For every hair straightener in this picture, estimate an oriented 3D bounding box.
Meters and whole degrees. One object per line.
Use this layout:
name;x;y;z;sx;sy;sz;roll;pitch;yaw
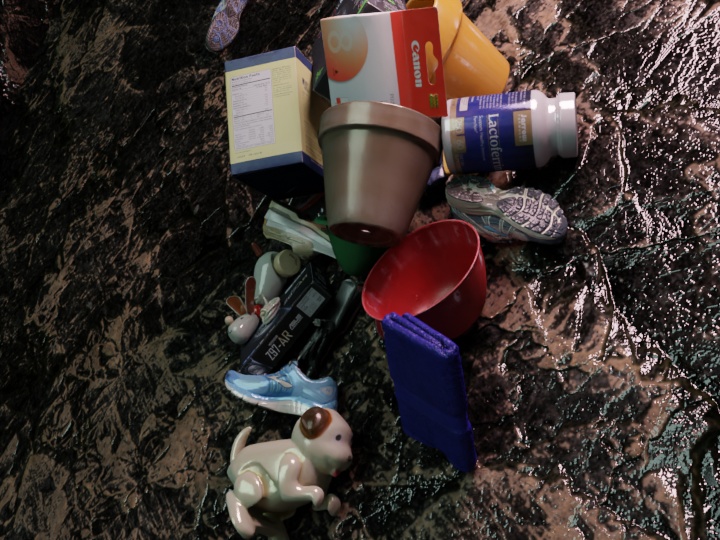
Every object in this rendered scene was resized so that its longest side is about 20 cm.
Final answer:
hair straightener;-0.066;0.101;1.496;0.041;0.077;0.201;33;88;41

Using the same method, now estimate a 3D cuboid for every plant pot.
plant pot;0.019;-0.136;1.365;0.198;0.199;0.176;-3;71;44
plant pot;0.142;-0.343;1.497;0.201;0.182;0.202;-50;23;31

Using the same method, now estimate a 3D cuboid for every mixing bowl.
mixing bowl;0.112;0.034;1.322;0.198;0.109;0.201;-28;31;18

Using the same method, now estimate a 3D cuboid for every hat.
hat;0.000;0.000;1.507;0.163;0.200;0.179;3;101;19

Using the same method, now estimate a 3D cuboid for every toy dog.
toy dog;-0.191;0.026;1.617;0.132;0.096;0.201;-42;15;37
toy dog;-0.094;0.295;1.351;0.199;0.140;0.195;-38;44;9

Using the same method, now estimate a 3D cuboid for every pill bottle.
pill bottle;0.228;-0.211;1.352;0.197;0.116;0.117;-4;57;16

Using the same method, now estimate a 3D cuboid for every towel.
towel;0.098;0.160;1.210;0.049;0.203;0.147;-29;33;-27

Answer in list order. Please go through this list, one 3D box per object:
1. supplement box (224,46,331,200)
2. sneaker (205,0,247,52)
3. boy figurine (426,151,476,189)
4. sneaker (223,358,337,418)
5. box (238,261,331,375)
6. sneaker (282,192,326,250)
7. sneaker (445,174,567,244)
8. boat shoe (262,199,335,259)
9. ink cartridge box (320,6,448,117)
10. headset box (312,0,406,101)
supplement box;-0.133;-0.250;1.560;0.132;0.200;0.203;-8;80;16
sneaker;-0.352;-0.660;2.356;0.202;0.075;0.077;-66;18;-14
boy figurine;0.163;-0.188;1.482;0.198;0.064;0.126;-25;38;35
sneaker;-0.125;0.187;1.450;0.197;0.078;0.091;10;76;12
box;-0.131;0.089;1.548;0.201;0.043;0.160;-50;12;7
sneaker;-0.068;-0.099;1.668;0.198;0.077;0.083;-29;77;18
sneaker;0.222;-0.079;1.345;0.198;0.087;0.078;25;56;31
boat shoe;-0.090;-0.054;1.607;0.198;0.074;0.069;30;102;24
ink cartridge box;0.033;-0.305;1.348;0.198;0.050;0.165;9;114;42
headset box;-0.002;-0.384;1.501;0.175;0.092;0.201;-52;23;28
